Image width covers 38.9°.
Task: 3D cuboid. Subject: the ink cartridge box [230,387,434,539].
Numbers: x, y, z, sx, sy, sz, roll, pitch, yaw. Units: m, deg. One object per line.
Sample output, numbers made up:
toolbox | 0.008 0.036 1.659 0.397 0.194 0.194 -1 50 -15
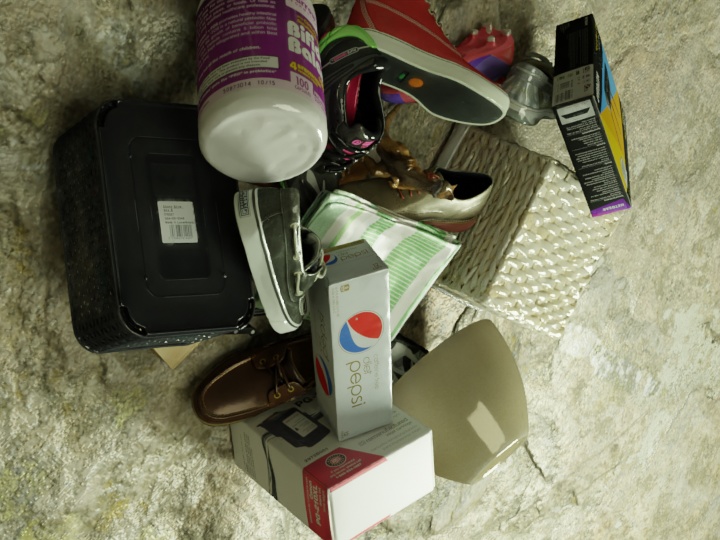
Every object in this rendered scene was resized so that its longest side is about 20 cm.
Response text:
ink cartridge box | -0.035 0.196 1.132 0.143 0.199 0.086 -23 122 -31

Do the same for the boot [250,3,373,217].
boot | -0.039 -0.149 1.057 0.199 0.068 0.190 32 84 -48

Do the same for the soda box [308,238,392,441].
soda box | -0.010 0.073 1.045 0.067 0.064 0.203 -16 127 -19

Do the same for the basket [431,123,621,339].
basket | 0.182 -0.041 1.243 0.199 0.160 0.200 25 91 -47

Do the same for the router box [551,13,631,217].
router box | 0.266 -0.181 1.170 0.150 0.050 0.201 62 26 -31

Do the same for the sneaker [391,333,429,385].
sneaker | 0.028 0.115 1.237 0.089 0.074 0.199 -55 139 0

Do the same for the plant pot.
plant pot | 0.126 0.176 1.234 0.199 0.135 0.201 -35 160 -15

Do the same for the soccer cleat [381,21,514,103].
soccer cleat | 0.101 -0.217 1.155 0.199 0.066 0.077 -31 132 -31

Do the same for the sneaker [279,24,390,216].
sneaker | -0.024 -0.131 0.980 0.076 0.084 0.202 -17 135 -41

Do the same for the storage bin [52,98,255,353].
storage bin | -0.182 -0.037 0.898 0.134 0.093 0.204 -2 79 -41

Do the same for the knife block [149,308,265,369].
knife block | -0.165 -0.002 1.015 0.176 0.064 0.201 -47 133 -16

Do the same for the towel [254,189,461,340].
towel | 0.000 0.000 1.067 0.198 0.023 0.153 16 117 -42

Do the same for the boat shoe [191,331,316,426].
boat shoe | -0.089 0.109 1.110 0.198 0.067 0.073 -21 86 -23

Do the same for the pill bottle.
pill bottle | -0.090 -0.188 0.897 0.110 0.203 0.113 -5 150 -3

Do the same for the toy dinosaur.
toy dinosaur | 0.031 -0.120 1.068 0.105 0.201 0.061 6 123 -30

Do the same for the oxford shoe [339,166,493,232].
oxford shoe | 0.053 -0.085 1.095 0.197 0.071 0.075 -6 149 -31

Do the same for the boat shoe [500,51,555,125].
boat shoe | 0.205 -0.219 1.191 0.202 0.074 0.065 -34 151 -62

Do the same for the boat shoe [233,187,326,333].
boat shoe | -0.064 -0.005 0.930 0.063 0.072 0.201 -10 150 1

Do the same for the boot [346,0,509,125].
boot | 0.078 -0.246 1.062 0.198 0.072 0.146 23 61 -25
